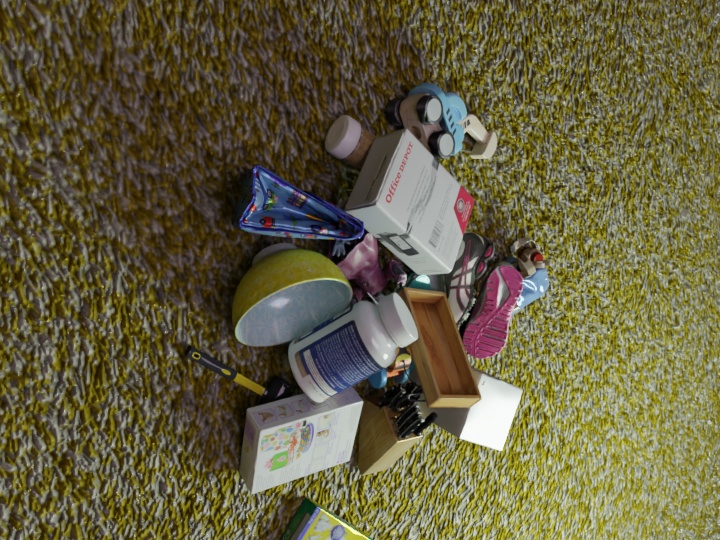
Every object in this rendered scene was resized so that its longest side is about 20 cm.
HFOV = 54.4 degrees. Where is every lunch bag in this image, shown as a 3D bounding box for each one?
[{"bbox_3d":[-0.087,-0.082,1.064,0.195,0.150,0.097,17,91,-16],"label":"lunch bag"}]

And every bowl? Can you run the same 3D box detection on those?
[{"bbox_3d":[-0.121,0.024,1.108,0.196,0.201,0.110,-8,60,-32],"label":"bowl"}]

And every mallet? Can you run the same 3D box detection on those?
[{"bbox_3d":[-0.195,0.167,1.145,0.200,0.041,0.066,43,77,-28],"label":"mallet"}]

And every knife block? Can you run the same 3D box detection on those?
[{"bbox_3d":[0.067,0.296,1.259,0.063,0.174,0.206,-3,101,-31],"label":"knife block"}]

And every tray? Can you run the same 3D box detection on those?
[{"bbox_3d":[0.127,0.128,1.172,0.097,0.037,0.204,8,52,-35],"label":"tray"}]

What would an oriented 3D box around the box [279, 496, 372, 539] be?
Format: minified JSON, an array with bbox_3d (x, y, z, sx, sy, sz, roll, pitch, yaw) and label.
[{"bbox_3d":[-0.056,0.519,1.298,0.200,0.048,0.119,42,76,-34],"label":"box"}]

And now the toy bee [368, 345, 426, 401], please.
[{"bbox_3d":[0.057,0.146,1.212,0.130,0.196,0.112,-10,101,-52],"label":"toy bee"}]

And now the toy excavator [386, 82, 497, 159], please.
[{"bbox_3d":[0.166,-0.263,1.273,0.199,0.099,0.198,-40,120,-30],"label":"toy excavator"}]

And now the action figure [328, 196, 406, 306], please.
[{"bbox_3d":[0.000,0.000,1.222,0.132,0.150,0.202,-29,137,0],"label":"action figure"}]

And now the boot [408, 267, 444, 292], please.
[{"bbox_3d":[0.132,0.033,1.324,0.093,0.073,0.206,-5,96,-23],"label":"boot"}]

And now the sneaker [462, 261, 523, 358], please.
[{"bbox_3d":[0.252,0.072,1.309,0.080,0.088,0.204,23,115,5],"label":"sneaker"}]

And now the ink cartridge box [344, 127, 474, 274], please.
[{"bbox_3d":[0.084,-0.109,1.148,0.199,0.082,0.148,38,63,-33],"label":"ink cartridge box"}]

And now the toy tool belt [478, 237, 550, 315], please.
[{"bbox_3d":[0.327,0.023,1.411,0.198,0.122,0.127,-33,116,-24],"label":"toy tool belt"}]

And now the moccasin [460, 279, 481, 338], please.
[{"bbox_3d":[0.203,0.055,1.361,0.072,0.077,0.207,9,94,-33],"label":"moccasin"}]

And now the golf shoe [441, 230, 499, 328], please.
[{"bbox_3d":[0.174,0.026,1.276,0.087,0.077,0.204,26,81,-2],"label":"golf shoe"}]

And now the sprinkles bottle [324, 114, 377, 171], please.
[{"bbox_3d":[0.031,-0.188,1.205,0.198,0.068,0.070,28,84,-35],"label":"sprinkles bottle"}]

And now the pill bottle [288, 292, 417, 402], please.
[{"bbox_3d":[-0.010,0.120,1.128,0.197,0.112,0.112,-30,120,15],"label":"pill bottle"}]

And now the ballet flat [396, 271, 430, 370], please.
[{"bbox_3d":[0.085,0.083,1.287,0.066,0.070,0.205,-6,116,-21],"label":"ballet flat"}]

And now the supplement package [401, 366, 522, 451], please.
[{"bbox_3d":[0.179,0.234,1.307,0.119,0.198,0.123,23,87,-33],"label":"supplement package"}]

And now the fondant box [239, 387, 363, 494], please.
[{"bbox_3d":[-0.100,0.280,1.185,0.196,0.058,0.147,-11,128,-33],"label":"fondant box"}]
